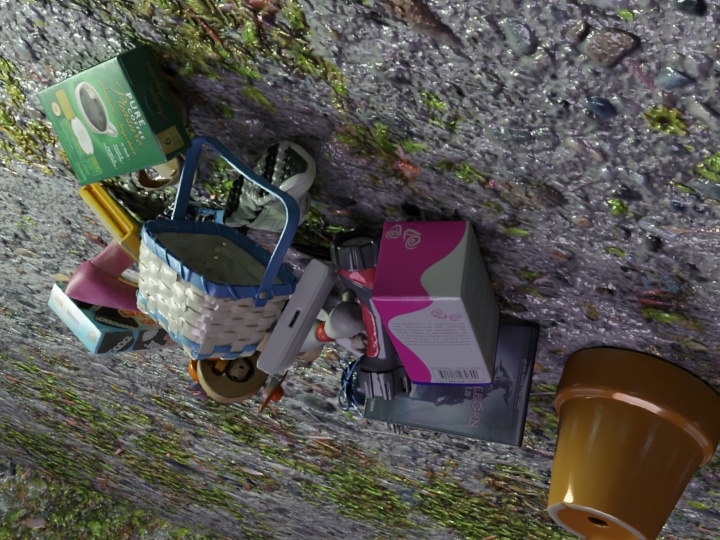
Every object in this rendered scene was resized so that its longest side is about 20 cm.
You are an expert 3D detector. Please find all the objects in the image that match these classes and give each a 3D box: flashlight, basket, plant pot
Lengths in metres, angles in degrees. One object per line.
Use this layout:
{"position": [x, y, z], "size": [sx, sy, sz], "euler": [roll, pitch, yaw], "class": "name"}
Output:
{"position": [0.010, 0.052, 1.392], "size": [0.068, 0.068, 0.201], "euler": [-142, 41, -59], "class": "flashlight"}
{"position": [-0.150, -0.021, 1.268], "size": [0.138, 0.201, 0.176], "euler": [-6, -145, -43], "class": "basket"}
{"position": [0.308, 0.221, 1.410], "size": [0.199, 0.184, 0.201], "euler": [21, 155, 10], "class": "plant pot"}

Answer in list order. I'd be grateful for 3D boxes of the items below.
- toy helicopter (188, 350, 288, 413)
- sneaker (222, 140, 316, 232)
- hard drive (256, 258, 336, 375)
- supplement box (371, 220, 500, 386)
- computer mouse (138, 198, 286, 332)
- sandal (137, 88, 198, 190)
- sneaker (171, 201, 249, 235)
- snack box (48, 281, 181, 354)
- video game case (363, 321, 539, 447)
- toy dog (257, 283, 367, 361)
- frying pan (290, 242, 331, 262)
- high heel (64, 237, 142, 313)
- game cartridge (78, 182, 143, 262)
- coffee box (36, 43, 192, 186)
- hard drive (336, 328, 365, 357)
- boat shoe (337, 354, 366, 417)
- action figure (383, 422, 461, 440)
{"position": [-0.128, 0.120, 1.629], "size": [0.132, 0.199, 0.079], "euler": [50, 144, 20], "class": "toy helicopter"}
{"position": [-0.085, -0.087, 1.329], "size": [0.081, 0.076, 0.200], "euler": [21, 162, -20], "class": "sneaker"}
{"position": [-0.070, 0.054, 1.378], "size": [0.027, 0.133, 0.200], "euler": [27, 178, 2], "class": "hard drive"}
{"position": [0.089, 0.040, 1.338], "size": [0.100, 0.104, 0.200], "euler": [0, 149, 17], "class": "supplement box"}
{"position": [-0.159, -0.007, 1.417], "size": [0.200, 0.053, 0.138], "euler": [41, 146, -11], "class": "computer mouse"}
{"position": [-0.237, -0.129, 1.377], "size": [0.077, 0.070, 0.212], "euler": [24, 156, 5], "class": "sandal"}
{"position": [-0.205, -0.044, 1.507], "size": [0.089, 0.079, 0.200], "euler": [34, 155, -23], "class": "sneaker"}
{"position": [-0.300, 0.060, 1.595], "size": [0.116, 0.037, 0.199], "euler": [39, -155, 32], "class": "snack box"}
{"position": [0.108, 0.125, 1.448], "size": [0.199, 0.144, 0.019], "euler": [8, 177, 21], "class": "video game case"}
{"position": [-0.058, 0.055, 1.560], "size": [0.199, 0.097, 0.132], "euler": [-9, 159, 33], "class": "toy dog"}
{"position": [0.004, -0.006, 1.446], "size": [0.189, 0.031, 0.115], "euler": [22, 155, 0], "class": "frying pan"}
{"position": [-0.279, 0.059, 1.530], "size": [0.200, 0.096, 0.067], "euler": [46, 177, -12], "class": "high heel"}
{"position": [-0.274, -0.023, 1.588], "size": [0.200, 0.032, 0.176], "euler": [46, 177, -40], "class": "game cartridge"}
{"position": [-0.272, -0.166, 1.312], "size": [0.199, 0.044, 0.124], "euler": [-9, 110, 51], "class": "coffee box"}
{"position": [0.068, 0.105, 1.604], "size": [0.132, 0.026, 0.200], "euler": [35, 154, -21], "class": "hard drive"}
{"position": [0.004, 0.157, 1.586], "size": [0.068, 0.085, 0.200], "euler": [7, 166, 10], "class": "boat shoe"}
{"position": [0.086, 0.172, 1.560], "size": [0.118, 0.103, 0.200], "euler": [-6, 144, 12], "class": "action figure"}
